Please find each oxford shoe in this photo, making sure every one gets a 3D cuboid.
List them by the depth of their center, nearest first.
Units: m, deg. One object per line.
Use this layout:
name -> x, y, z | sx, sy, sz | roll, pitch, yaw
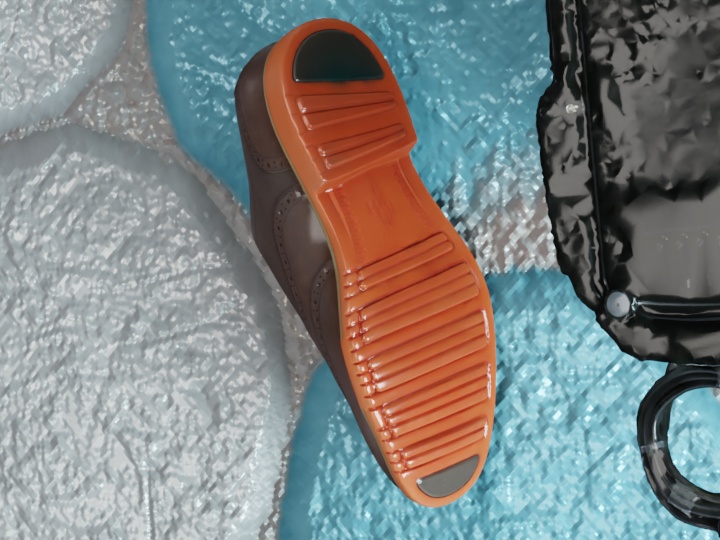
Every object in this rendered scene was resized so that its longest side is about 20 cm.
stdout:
oxford shoe -> 0.000, 0.000, 0.776 | 0.072, 0.071, 0.201 | -16, 90, 57

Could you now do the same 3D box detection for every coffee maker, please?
coffee maker -> 0.142, -0.031, 0.609 | 0.134, 0.200, 0.193 | 21, 102, 27
